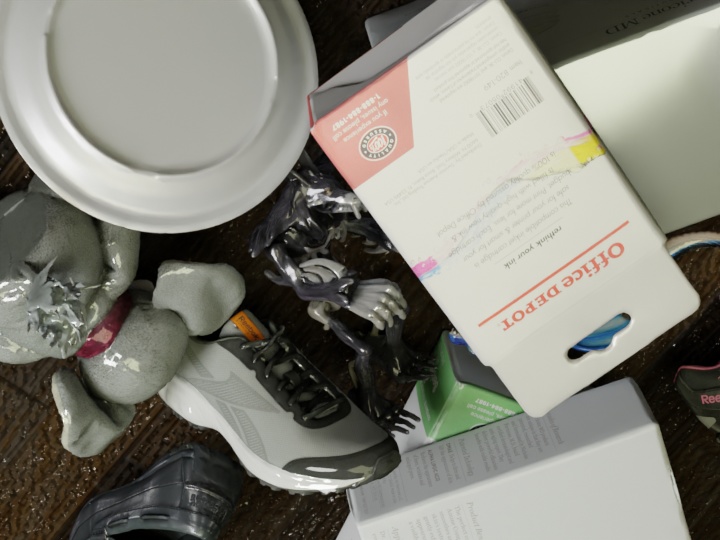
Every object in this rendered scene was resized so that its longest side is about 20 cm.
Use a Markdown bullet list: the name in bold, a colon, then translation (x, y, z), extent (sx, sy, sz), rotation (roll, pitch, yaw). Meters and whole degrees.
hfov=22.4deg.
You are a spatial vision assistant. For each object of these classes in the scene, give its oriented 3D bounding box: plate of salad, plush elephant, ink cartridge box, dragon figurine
- **plate of salad**: translation (-0.122, -0.119, 1.077), extent (0.198, 0.048, 0.202), rotation (5, 77, -20)
- **plush elephant**: translation (-0.166, 0.016, 1.117), extent (0.164, 0.200, 0.155), rotation (-39, 132, 4)
- **ink cartridge box**: translation (0.082, 0.163, 1.244), extent (0.144, 0.088, 0.201), rotation (20, 109, -14)
- **dragon figurine**: translation (0.155, 0.014, 1.198), extent (0.198, 0.059, 0.100), rotation (-1, 115, -5)
- **ink cartridge box**: translation (0.075, -0.036, 0.940), extent (0.116, 0.068, 0.201), rotation (-34, 108, 9)

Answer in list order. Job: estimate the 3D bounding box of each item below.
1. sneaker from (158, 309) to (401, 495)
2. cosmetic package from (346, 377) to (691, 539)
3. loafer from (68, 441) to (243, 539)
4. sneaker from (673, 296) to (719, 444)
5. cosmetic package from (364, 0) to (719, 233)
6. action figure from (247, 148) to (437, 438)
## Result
- **sneaker**: translation (-0.056, 0.076, 1.138), extent (0.074, 0.199, 0.080), rotation (-22, 129, -43)
- **cosmetic package**: translation (0.099, 0.153, 1.156), extent (0.198, 0.074, 0.102), rotation (-18, 114, 0)
- **loafer**: translation (-0.144, 0.178, 1.196), extent (0.068, 0.071, 0.200), rotation (29, 141, -20)
- **sneaker**: translation (0.290, 0.033, 1.220), extent (0.095, 0.079, 0.200), rotation (44, 91, 13)
- **cosmetic package**: translation (0.120, -0.101, 1.063), extent (0.198, 0.200, 0.124), rotation (-20, 116, 3)
- **action figure**: translation (0.000, 0.000, 1.146), extent (0.101, 0.119, 0.201), rotation (0, 127, 31)
